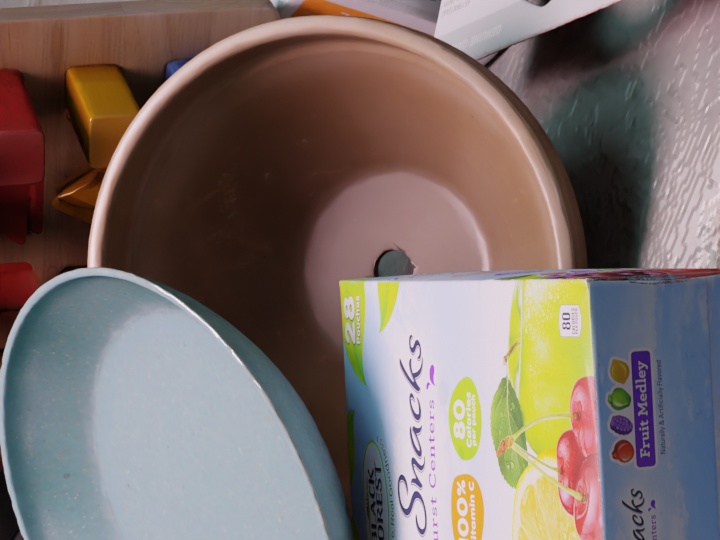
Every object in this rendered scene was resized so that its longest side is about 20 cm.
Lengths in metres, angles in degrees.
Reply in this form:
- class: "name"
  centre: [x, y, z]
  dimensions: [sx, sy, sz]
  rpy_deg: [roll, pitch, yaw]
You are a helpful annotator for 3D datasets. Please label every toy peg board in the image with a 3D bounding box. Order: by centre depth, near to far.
- class: "toy peg board"
  centre: [-0.125, 0.000, 1.213]
  dimensions: [0.098, 0.199, 0.201]
  rpy_deg: [-120, 28, -61]

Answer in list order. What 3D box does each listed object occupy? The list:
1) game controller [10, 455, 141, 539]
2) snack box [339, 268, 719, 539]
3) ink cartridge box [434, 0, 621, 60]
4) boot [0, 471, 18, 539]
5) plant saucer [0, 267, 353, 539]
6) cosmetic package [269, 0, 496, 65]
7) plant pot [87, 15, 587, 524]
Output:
- class: "game controller"
  centre: [-0.061, 0.160, 1.175]
  dimensions: [0.200, 0.042, 0.104]
  rpy_deg: [44, 125, 16]
- class: "snack box"
  centre: [0.061, 0.084, 0.996]
  dimensions: [0.200, 0.068, 0.169]
  rpy_deg: [177, 90, -68]
- class: "ink cartridge box"
  centre: [0.103, -0.170, 1.162]
  dimensions: [0.200, 0.043, 0.174]
  rpy_deg: [-17, 60, 63]
- class: "boot"
  centre: [-0.163, 0.116, 1.425]
  dimensions: [0.074, 0.153, 0.204]
  rpy_deg: [-64, 25, 6]
- class: "plant saucer"
  centre: [-0.063, 0.089, 1.102]
  dimensions: [0.200, 0.036, 0.201]
  rpy_deg: [26, 127, 40]
- class: "cosmetic package"
  centre: [-0.025, -0.095, 1.329]
  dimensions: [0.200, 0.101, 0.071]
  rpy_deg: [-44, 37, 51]
- class: "plant pot"
  centre: [0.000, 0.000, 1.161]
  dimensions: [0.201, 0.200, 0.093]
  rpy_deg: [-69, -17, 9]
